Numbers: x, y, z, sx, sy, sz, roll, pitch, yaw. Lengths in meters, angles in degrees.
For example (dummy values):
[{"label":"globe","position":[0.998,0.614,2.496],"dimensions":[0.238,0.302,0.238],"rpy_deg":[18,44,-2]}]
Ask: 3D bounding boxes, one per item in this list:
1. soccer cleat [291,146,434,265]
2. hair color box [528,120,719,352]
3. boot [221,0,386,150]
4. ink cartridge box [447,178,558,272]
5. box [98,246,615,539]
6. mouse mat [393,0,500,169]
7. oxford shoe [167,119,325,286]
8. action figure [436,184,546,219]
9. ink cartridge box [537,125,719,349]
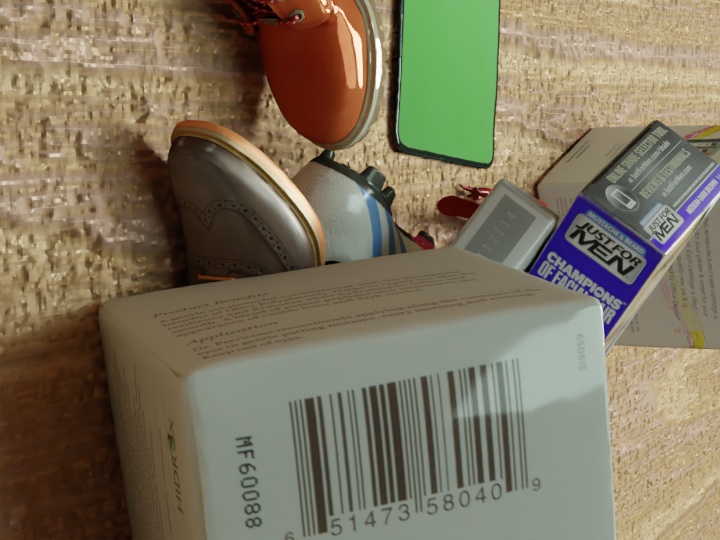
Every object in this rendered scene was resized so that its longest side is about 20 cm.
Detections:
[{"label":"soccer cleat","position":[0.000,0.000,0.973],"dimensions":[0.086,0.070,0.200],"rpy_deg":[-57,147,-7]},{"label":"hair color box","position":[0.133,0.017,0.967],"dimensions":[0.109,0.065,0.200],"rpy_deg":[-41,163,-47]},{"label":"boot","position":[-0.051,-0.152,0.858],"dimensions":[0.107,0.075,0.200],"rpy_deg":[-33,112,-53]},{"label":"ink cartridge box","position":[0.044,0.048,0.971],"dimensions":[0.200,0.045,0.176],"rpy_deg":[-53,171,-2]},{"label":"box","position":[-0.003,0.106,0.770],"dimensions":[0.199,0.171,0.200],"rpy_deg":[-10,103,-19]},{"label":"mouse mat","position":[0.063,-0.175,1.124],"dimensions":[0.161,0.008,0.200],"rpy_deg":[4,87,-61]},{"label":"oxford shoe","position":[-0.059,0.011,0.848],"dimensions":[0.073,0.071,0.200],"rpy_deg":[-56,138,-37]},{"label":"action figure","position":[0.096,-0.026,1.150],"dimensions":[0.200,0.052,0.065],"rpy_deg":[-2,99,-66]},{"label":"ink cartridge box","position":[0.268,-0.030,1.303],"dimensions":[0.145,0.200,0.145],"rpy_deg":[-41,127,-53]}]
